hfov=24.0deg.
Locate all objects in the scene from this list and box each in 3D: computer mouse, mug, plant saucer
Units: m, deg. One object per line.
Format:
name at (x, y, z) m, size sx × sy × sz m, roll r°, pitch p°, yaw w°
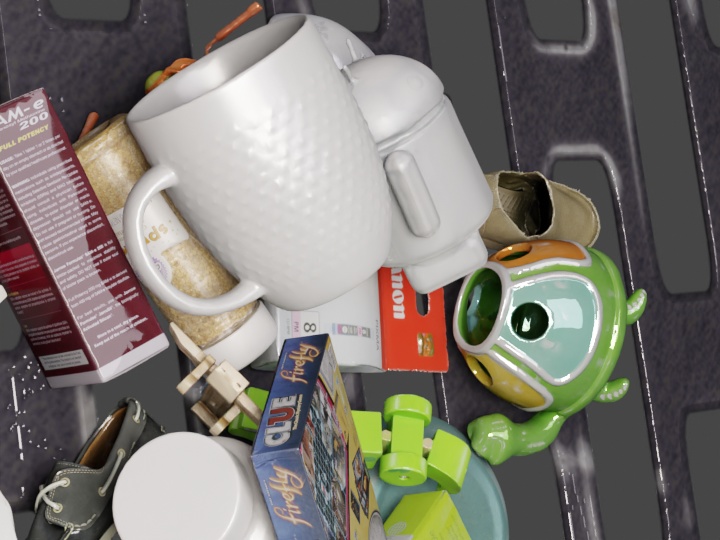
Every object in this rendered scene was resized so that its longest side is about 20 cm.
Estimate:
computer mouse at (0.007, -0.153, 1.421) m, size 0.200 × 0.044 × 0.110 m, roll 34°, pitch 44°, yaw -26°
mug at (-0.077, -0.053, 1.181) m, size 0.200 × 0.148 × 0.176 m, roll -38°, pitch 109°, yaw -25°
plant saucer at (0.055, 0.216, 1.402) m, size 0.200 × 0.036 × 0.201 m, roll 8°, pitch 76°, yaw -36°

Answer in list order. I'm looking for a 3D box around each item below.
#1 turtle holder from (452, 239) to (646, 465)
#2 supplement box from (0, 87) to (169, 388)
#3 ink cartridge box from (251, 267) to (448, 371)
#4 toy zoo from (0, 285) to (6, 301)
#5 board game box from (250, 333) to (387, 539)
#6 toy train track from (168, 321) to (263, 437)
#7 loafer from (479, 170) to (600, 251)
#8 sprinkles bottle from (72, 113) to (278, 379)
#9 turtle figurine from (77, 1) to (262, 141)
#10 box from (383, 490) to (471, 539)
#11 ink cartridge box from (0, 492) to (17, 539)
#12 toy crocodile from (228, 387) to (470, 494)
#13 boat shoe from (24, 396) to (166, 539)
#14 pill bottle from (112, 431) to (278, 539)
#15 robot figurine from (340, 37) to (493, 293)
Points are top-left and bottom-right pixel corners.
turtle holder at (0.142, 0.060, 1.449) m, size 0.131 × 0.141 × 0.186 m, roll 15°, pitch 117°, yaw -34°
supplement box at (-0.221, -0.019, 1.196) m, size 0.061 × 0.109 × 0.200 m, roll -30°, pitch 100°, yaw -29°
ink cartridge box at (0.000, 0.000, 1.388) m, size 0.200 × 0.057 × 0.163 m, roll 3°, pitch 79°, yaw -31°
toy zoo at (-0.332, -0.010, 1.169) m, size 0.131 × 0.020 × 0.200 m, roll -34°, pitch 101°, yaw -36°
board game box at (-0.023, 0.164, 1.163) m, size 0.136 × 0.035 × 0.200 m, roll -77°, pitch 155°, yaw -59°
toy train track at (-0.108, 0.096, 1.212) m, size 0.115 × 0.200 × 0.033 m, roll 45°, pitch 76°, yaw 2°
loafer at (0.152, -0.047, 1.499) m, size 0.200 × 0.067 × 0.076 m, roll 4°, pitch 79°, yaw -44°
sprinkles bottle at (-0.141, -0.016, 1.240) m, size 0.068 × 0.068 × 0.200 m, roll -44°, pitch 108°, yaw -34°
turtle figurine at (-0.106, -0.104, 1.287) m, size 0.161 × 0.064 × 0.200 m, roll 46°, pitch 71°, yaw -2°
box at (0.032, 0.275, 1.287) m, size 0.200 × 0.048 × 0.122 m, roll -47°, pitch 117°, yaw -47°
ink cartridge box at (-0.288, 0.193, 1.069) m, size 0.162 × 0.200 × 0.057 m, roll -8°, pitch 126°, yaw -37°
toy crocodile at (-0.007, 0.133, 1.341) m, size 0.199 × 0.062 × 0.068 m, roll 11°, pitch 59°, yaw -11°
boat shoe at (-0.206, 0.169, 1.194) m, size 0.200 × 0.072 × 0.068 m, roll -47°, pitch 114°, yaw -41°
pill bottle at (-0.095, 0.183, 1.187) m, size 0.200 × 0.119 × 0.120 m, roll 54°, pitch 44°, yaw -63°
robot figurine at (0.030, -0.083, 1.320) m, size 0.113 × 0.170 × 0.200 m, roll -27°, pitch 111°, yaw -1°
